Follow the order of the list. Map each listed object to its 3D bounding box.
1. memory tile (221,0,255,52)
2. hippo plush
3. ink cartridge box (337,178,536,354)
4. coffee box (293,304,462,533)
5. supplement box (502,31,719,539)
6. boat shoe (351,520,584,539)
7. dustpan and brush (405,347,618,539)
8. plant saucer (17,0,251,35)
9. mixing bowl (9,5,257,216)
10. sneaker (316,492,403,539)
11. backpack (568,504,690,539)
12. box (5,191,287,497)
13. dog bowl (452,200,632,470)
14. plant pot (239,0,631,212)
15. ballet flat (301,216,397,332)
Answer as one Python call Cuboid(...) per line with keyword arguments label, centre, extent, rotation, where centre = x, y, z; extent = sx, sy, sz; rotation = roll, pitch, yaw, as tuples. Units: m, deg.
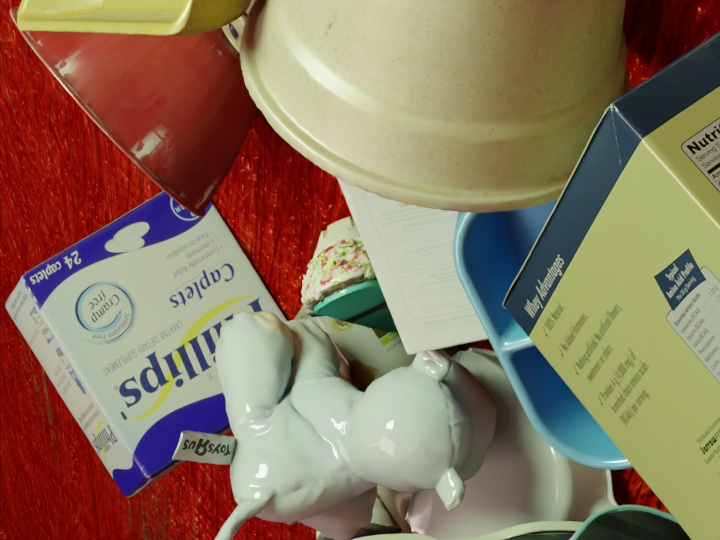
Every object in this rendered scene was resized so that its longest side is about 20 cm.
Cuboid(label="memory tile", centre=(-0.096, -0.199, 1.133), extent=(0.200, 0.017, 0.154), rotation=(46, 163, 25))
Cuboid(label="hippo plush", centre=(-0.004, 0.086, 1.143), extent=(0.159, 0.199, 0.161), rotation=(-19, 80, 25))
Cuboid(label="ink cartridge box", centre=(0.047, -0.057, 1.049), extent=(0.103, 0.059, 0.202), rotation=(-12, 115, 24))
Cuboid(label="coffee box", centre=(0.035, 0.100, 1.301), extent=(0.201, 0.079, 0.114), rotation=(55, 159, 9))
Cuboid(label="supplement box", centre=(0.194, 0.017, 0.806), extent=(0.200, 0.134, 0.200), rotation=(51, 156, 15))
Cuboid(label="boat shoe", centre=(0.078, 0.198, 1.097), extent=(0.075, 0.197, 0.067), rotation=(106, 161, -49))
Cuboid(label="dustpan and brush", centre=(0.133, 0.149, 1.171), extent=(0.199, 0.057, 0.141), rotation=(28, 108, 39))
Cuboid(label="plant saucer", centre=(-0.087, -0.206, 0.937), extent=(0.048, 0.202, 0.199), rotation=(26, 173, -34))
Cuboid(label="mixing bowl", centre=(-0.141, -0.147, 1.278), extent=(0.200, 0.108, 0.200), rotation=(48, -177, -4))
Cuboid(label="sneaker", centre=(0.013, 0.176, 1.406), extent=(0.200, 0.074, 0.088), rotation=(39, -147, -69))
Cuboid(label="backpack", centre=(0.171, 0.237, 1.016), extent=(0.199, 0.177, 0.153), rotation=(29, 154, -7))
Cuboid(label="box", centre=(-0.170, 0.056, 1.534), extent=(0.201, 0.183, 0.105), rotation=(56, 155, 2))
Cuboid(label="dog bowl", centre=(0.120, 0.023, 0.996), extent=(0.111, 0.050, 0.201), rotation=(-18, 109, 30))
Cuboid(label="plant pot", centre=(0.053, -0.162, 0.834), extent=(0.200, 0.199, 0.185), rotation=(45, 143, 28))
Cuboid(label="ballet flat", centre=(0.000, 0.000, 1.169), extent=(0.200, 0.075, 0.065), rotation=(32, -142, -75))
